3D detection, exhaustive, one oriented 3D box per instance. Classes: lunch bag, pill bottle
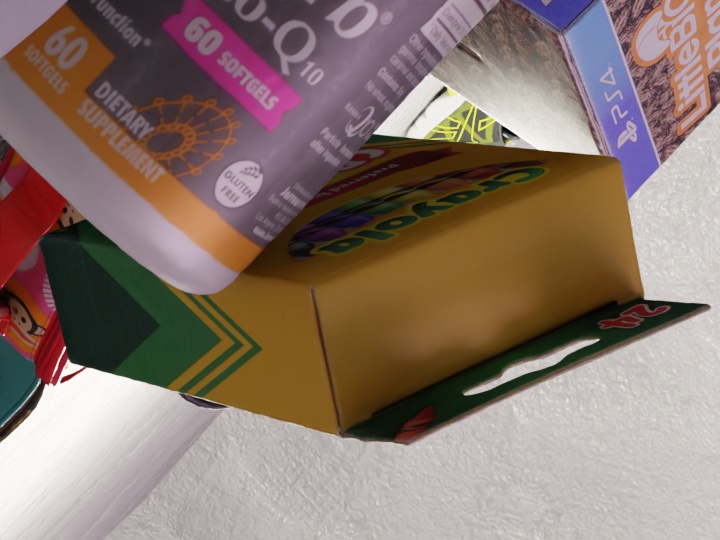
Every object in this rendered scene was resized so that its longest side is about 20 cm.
[{"bbox_3d":[-0.085,-0.042,0.960,0.176,0.082,0.200,-40,172,-32],"label":"lunch bag"},{"bbox_3d":[-0.017,-0.100,0.705,0.200,0.116,0.116,-47,177,4],"label":"pill bottle"}]

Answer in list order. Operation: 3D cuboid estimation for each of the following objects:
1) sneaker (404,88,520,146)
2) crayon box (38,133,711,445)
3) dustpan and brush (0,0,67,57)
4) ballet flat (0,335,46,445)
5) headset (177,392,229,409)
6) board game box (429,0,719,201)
[{"bbox_3d":[0.107,-0.139,2.291,0.074,0.085,0.200,-43,176,-32],"label":"sneaker"},{"bbox_3d":[0.000,0.000,0.791,0.126,0.051,0.199,-22,-161,-33],"label":"crayon box"},{"bbox_3d":[-0.081,-0.096,0.578,0.200,0.057,0.140,-32,169,-49],"label":"dustpan and brush"},{"bbox_3d":[-0.218,0.095,1.073,0.200,0.071,0.071,-45,177,-32],"label":"ballet flat"},{"bbox_3d":[-0.095,0.011,1.275,0.199,0.123,0.095,-10,123,-55],"label":"headset"},{"bbox_3d":[0.089,-0.153,0.823,0.200,0.159,0.097,-45,145,-11],"label":"board game box"}]
